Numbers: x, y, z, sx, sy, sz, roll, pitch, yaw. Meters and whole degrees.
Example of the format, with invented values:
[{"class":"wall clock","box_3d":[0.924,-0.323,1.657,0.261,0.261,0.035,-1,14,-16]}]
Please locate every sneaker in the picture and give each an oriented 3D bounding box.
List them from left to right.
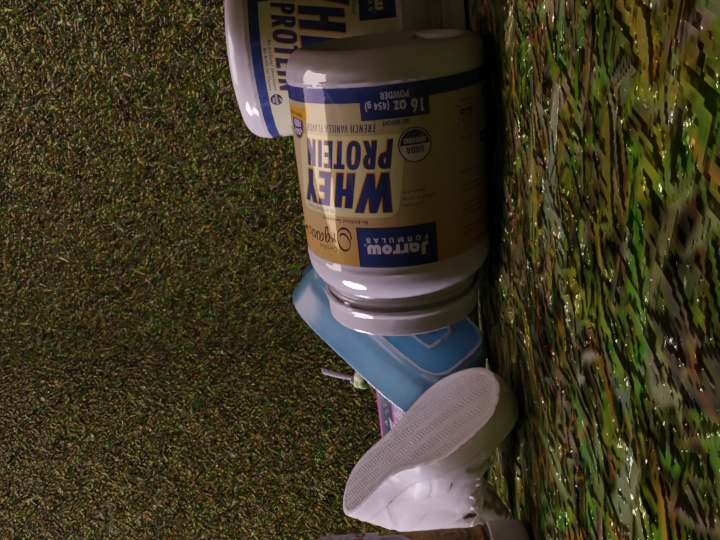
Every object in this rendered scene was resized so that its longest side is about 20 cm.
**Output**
[{"class":"sneaker","box_3d":[0.083,0.156,0.537,0.200,0.115,0.074,-49,19,41]}]

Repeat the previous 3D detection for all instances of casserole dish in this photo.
[{"class":"casserole dish","box_3d":[0.030,0.042,0.607,0.121,0.200,0.039,-29,-28,-42]}]

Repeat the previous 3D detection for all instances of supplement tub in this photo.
[{"class":"supplement tub","box_3d":[-0.010,-0.201,0.618,0.145,0.197,0.147,-5,-90,-87]},{"class":"supplement tub","box_3d":[0.025,-0.068,0.516,0.145,0.142,0.203,-90,-6,-68]}]

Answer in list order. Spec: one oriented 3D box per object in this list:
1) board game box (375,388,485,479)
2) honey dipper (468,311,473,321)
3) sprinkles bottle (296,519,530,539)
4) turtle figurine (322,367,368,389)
[{"class":"board game box","box_3d":[0.077,0.210,0.760,0.147,0.063,0.203,-141,41,-60]},{"class":"honey dipper","box_3d":[0.088,-0.031,0.644,0.038,0.037,0.203,-89,-4,-70]},{"class":"sprinkles bottle","box_3d":[0.022,0.219,0.483,0.068,0.197,0.069,-6,-90,-88]},{"class":"turtle figurine","box_3d":[0.066,0.169,0.936,0.144,0.199,0.194,46,-166,-22]}]
